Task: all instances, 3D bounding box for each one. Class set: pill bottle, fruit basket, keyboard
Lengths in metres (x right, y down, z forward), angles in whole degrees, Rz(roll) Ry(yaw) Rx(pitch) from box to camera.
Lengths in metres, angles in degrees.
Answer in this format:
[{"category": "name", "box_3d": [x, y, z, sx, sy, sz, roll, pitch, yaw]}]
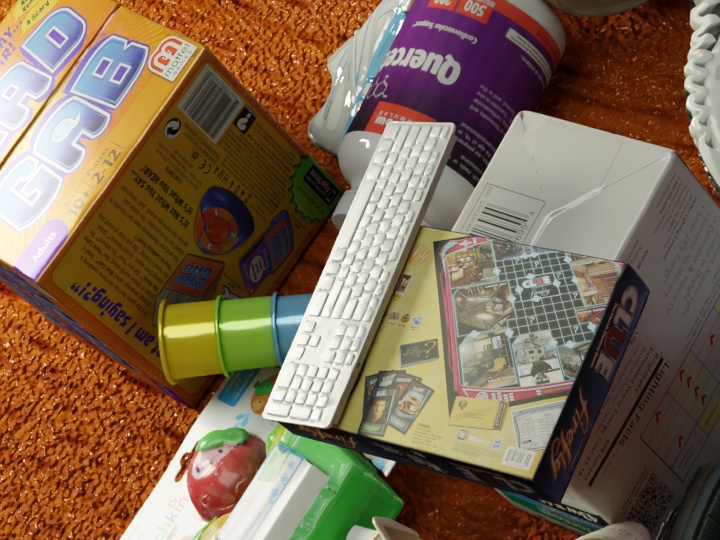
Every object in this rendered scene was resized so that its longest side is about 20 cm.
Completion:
[{"category": "pill bottle", "box_3d": [0.057, -0.106, 1.656, 0.112, 0.112, 0.201, 15, 71, 38]}, {"category": "fruit basket", "box_3d": [-0.076, 0.155, 1.596, 0.199, 0.094, 0.186, 25, 78, 44]}, {"category": "keyboard", "box_3d": [0.000, 0.000, 1.384, 0.056, 0.011, 0.201, 8, 67, 39]}]

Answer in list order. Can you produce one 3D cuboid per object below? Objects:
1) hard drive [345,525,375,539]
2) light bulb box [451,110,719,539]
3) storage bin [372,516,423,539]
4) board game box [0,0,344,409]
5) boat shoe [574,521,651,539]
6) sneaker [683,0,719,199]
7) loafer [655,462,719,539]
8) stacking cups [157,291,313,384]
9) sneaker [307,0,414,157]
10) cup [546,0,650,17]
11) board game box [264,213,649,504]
[{"category": "hard drive", "box_3d": [0.033, 0.233, 1.434, 0.200, 0.027, 0.133, 5, 75, 60]}, {"category": "light bulb box", "box_3d": [0.142, 0.044, 1.448, 0.124, 0.200, 0.199, 20, 74, 41]}, {"category": "storage bin", "box_3d": [0.002, 0.274, 1.316, 0.200, 0.094, 0.199, -47, 47, 14]}, {"category": "board game box", "box_3d": [-0.177, -0.060, 1.721, 0.199, 0.200, 0.200, 28, 79, 41]}, {"category": "boat shoe", "box_3d": [0.111, 0.222, 1.435, 0.071, 0.069, 0.200, 50, 125, 7]}, {"category": "sneaker", "box_3d": [0.259, -0.134, 1.574, 0.081, 0.075, 0.201, -6, 59, 20]}, {"category": "loafer", "box_3d": [0.182, 0.206, 1.411, 0.063, 0.072, 0.201, -1, 64, 39]}, {"category": "stacking cups", "box_3d": [-0.038, 0.041, 1.626, 0.198, 0.061, 0.061, -5, 57, 9]}, {"category": "sneaker", "box_3d": [0.019, -0.170, 1.751, 0.086, 0.075, 0.201, 16, 71, 45]}, {"category": "cup", "box_3d": [0.160, -0.263, 1.647, 0.199, 0.200, 0.144, -26, 63, 17]}, {"category": "board game box", "box_3d": [0.053, 0.046, 1.347, 0.199, 0.035, 0.136, 12, 69, 40]}]
